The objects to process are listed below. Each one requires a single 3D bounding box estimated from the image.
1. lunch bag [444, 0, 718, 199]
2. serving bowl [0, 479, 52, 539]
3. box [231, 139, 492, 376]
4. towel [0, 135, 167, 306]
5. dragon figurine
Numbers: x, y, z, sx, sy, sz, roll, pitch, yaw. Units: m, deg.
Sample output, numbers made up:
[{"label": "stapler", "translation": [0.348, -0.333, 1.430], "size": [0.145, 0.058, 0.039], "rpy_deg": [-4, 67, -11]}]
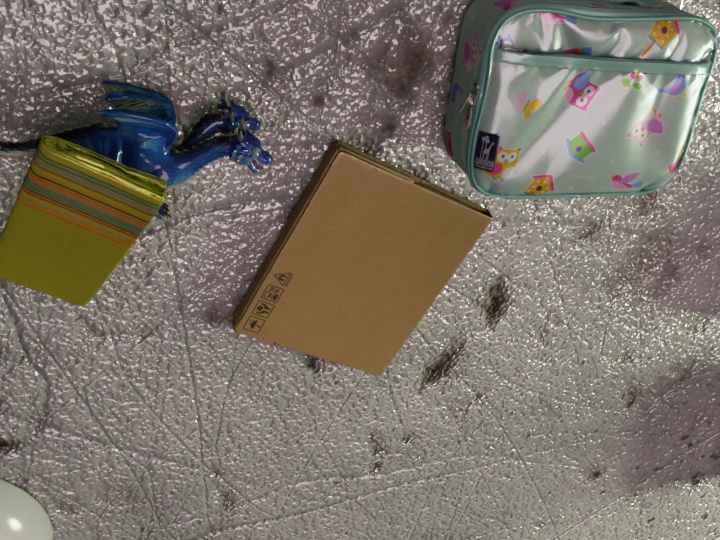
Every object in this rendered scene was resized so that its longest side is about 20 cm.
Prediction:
[{"label": "lunch bag", "translation": [0.167, -0.139, 0.624], "size": [0.199, 0.077, 0.161], "rpy_deg": [-2, 125, -13]}, {"label": "serving bowl", "translation": [-0.413, 0.291, 0.792], "size": [0.199, 0.066, 0.201], "rpy_deg": [-7, 126, -10]}, {"label": "box", "translation": [0.000, 0.000, 0.715], "size": [0.163, 0.021, 0.201], "rpy_deg": [20, 118, -26]}, {"label": "towel", "translation": [-0.216, -0.029, 0.590], "size": [0.086, 0.018, 0.200], "rpy_deg": [25, 144, -23]}, {"label": "dragon figurine", "translation": [-0.166, -0.099, 0.579], "size": [0.199, 0.059, 0.100], "rpy_deg": [17, 119, -25]}]
